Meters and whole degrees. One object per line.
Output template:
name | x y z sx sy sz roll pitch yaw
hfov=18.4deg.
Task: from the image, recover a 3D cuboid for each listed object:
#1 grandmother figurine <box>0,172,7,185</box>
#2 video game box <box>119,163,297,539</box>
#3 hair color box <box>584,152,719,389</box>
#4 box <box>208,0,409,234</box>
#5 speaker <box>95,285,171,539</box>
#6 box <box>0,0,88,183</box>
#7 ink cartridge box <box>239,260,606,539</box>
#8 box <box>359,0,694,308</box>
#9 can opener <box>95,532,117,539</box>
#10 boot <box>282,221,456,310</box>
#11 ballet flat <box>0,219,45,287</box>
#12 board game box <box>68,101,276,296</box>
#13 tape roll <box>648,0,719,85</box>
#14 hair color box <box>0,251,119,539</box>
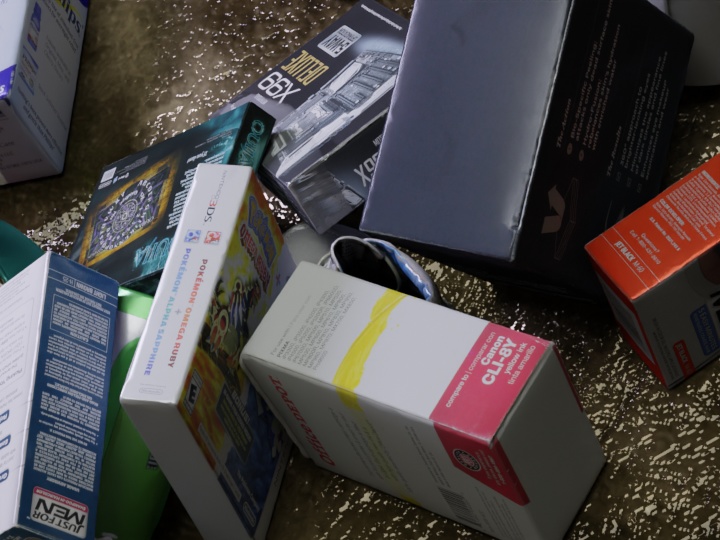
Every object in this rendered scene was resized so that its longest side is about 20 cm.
grandmother figurine | -0.344 -0.034 1.512 0.200 0.061 0.121 -35 41 -7
video game box | -0.086 0.061 1.467 0.047 0.200 0.183 2 57 17
hair color box | 0.254 -0.024 1.436 0.200 0.111 0.064 -35 50 -3
box | -0.011 -0.117 1.617 0.157 0.050 0.200 -37 26 -5
speaker | -0.163 0.116 1.494 0.088 0.088 0.201 16 88 32
box | -0.332 -0.169 1.809 0.183 0.105 0.201 -10 52 17
ink cartridge box | 0.041 0.087 1.425 0.199 0.145 0.084 18 64 33
box | 0.113 -0.093 1.449 0.117 0.200 0.198 12 86 30
can opener | -0.112 0.218 1.419 0.199 0.053 0.067 15 98 4
boot | 0.000 0.000 1.540 0.074 0.096 0.200 -47 51 -13
ballet flat | -0.216 0.047 1.588 0.200 0.071 0.069 38 30 13
board game box | -0.148 -0.037 1.617 0.200 0.028 0.136 -18 47 50
tape roll | 0.240 -0.250 1.572 0.201 0.139 0.204 -6 53 8
hair color box | -0.213 0.100 1.426 0.100 0.060 0.201 -32 43 41
